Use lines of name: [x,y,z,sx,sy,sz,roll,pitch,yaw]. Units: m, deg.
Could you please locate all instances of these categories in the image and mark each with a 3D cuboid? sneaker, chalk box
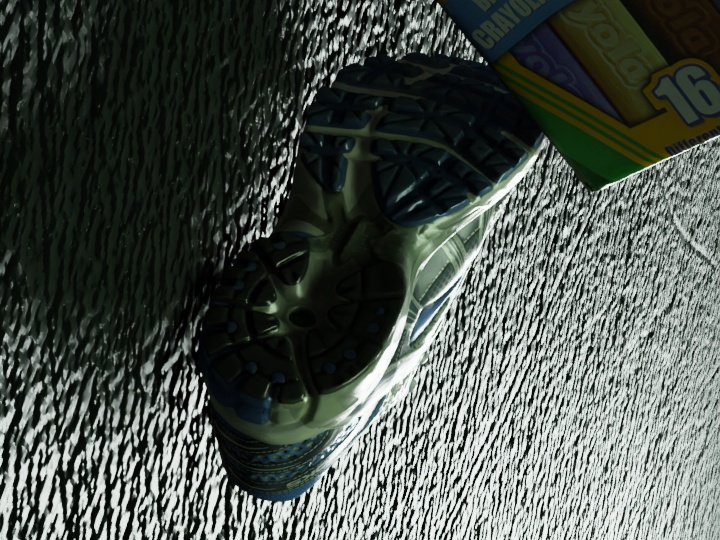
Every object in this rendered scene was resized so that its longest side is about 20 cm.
sneaker: [0.000,0.000,0.930,0.200,0.077,0.085,-52,160,-41]
chalk box: [0.081,-0.152,0.907,0.200,0.124,0.125,50,42,-20]
